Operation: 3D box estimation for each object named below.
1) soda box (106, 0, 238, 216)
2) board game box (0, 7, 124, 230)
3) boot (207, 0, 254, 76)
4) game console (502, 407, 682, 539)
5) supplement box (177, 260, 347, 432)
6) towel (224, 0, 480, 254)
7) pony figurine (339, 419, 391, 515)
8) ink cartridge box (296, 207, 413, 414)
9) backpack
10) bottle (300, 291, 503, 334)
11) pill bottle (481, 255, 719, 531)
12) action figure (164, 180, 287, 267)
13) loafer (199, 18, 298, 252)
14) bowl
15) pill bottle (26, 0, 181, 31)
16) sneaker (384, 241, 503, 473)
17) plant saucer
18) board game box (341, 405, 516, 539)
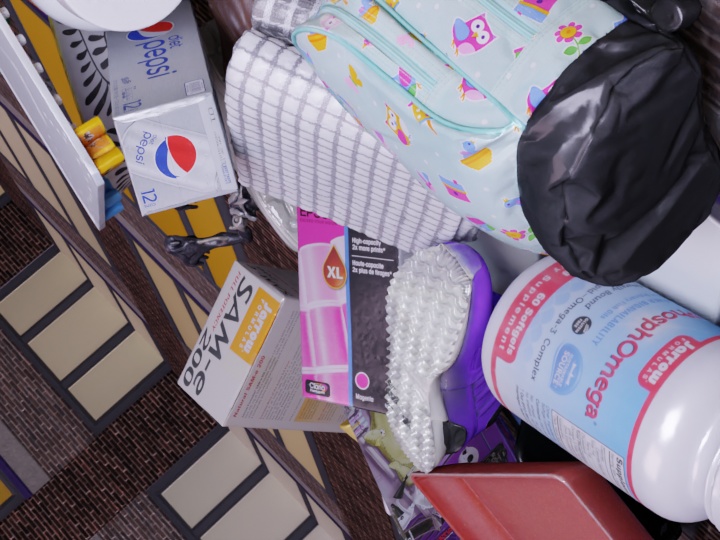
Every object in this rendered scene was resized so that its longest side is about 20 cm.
[{"bbox_3d":[-0.125,-0.113,0.877,0.201,0.063,0.069,-112,8,-60],"label":"soda box"},{"bbox_3d":[-0.217,-0.131,0.902,0.201,0.026,0.200,59,168,0],"label":"board game box"},{"bbox_3d":[-0.110,-0.229,0.945,0.201,0.064,0.186,55,165,-10],"label":"boot"},{"bbox_3d":[0.150,0.165,1.036,0.201,0.116,0.175,55,155,-19],"label":"game console"},{"bbox_3d":[-0.052,0.073,1.214,0.073,0.127,0.199,35,-166,36],"label":"supplement box"},{"bbox_3d":[0.009,-0.087,0.825,0.164,0.086,0.200,23,166,5],"label":"towel"},{"bbox_3d":[0.094,0.202,1.229,0.166,0.191,0.202,-3,108,68],"label":"pony figurine"},{"bbox_3d":[0.000,0.000,0.977,0.094,0.037,0.203,7,102,37],"label":"ink cartridge box"},{"bbox_3d":[0.064,-0.093,0.638,0.200,0.126,0.167,43,168,33],"label":"backpack"},{"bbox_3d":[0.049,0.046,1.021,0.198,0.066,0.084,-4,141,40],"label":"bottle"},{"bbox_3d":[0.170,0.074,0.780,0.199,0.109,0.109,33,158,46],"label":"pill bottle"},{"bbox_3d":[-0.074,-0.065,1.163,0.198,0.102,0.120,-11,94,29],"label":"action figure"},{"bbox_3d":[-0.075,-0.106,1.079,0.070,0.069,0.202,132,116,-75],"label":"loafer"},{"bbox_3d":[-0.180,-0.167,1.063,0.201,0.093,0.203,162,90,-86],"label":"bowl"},{"bbox_3d":[-0.179,-0.215,0.871,0.110,0.109,0.200,57,169,-30],"label":"pill bottle"},{"bbox_3d":[0.073,0.044,0.896,0.070,0.099,0.201,51,152,32],"label":"sneaker"},{"bbox_3d":[0.146,0.197,0.902,0.200,0.037,0.200,50,157,-11],"label":"plant saucer"},{"bbox_3d":[0.055,0.131,1.119,0.032,0.120,0.201,38,-164,-40],"label":"board game box"}]
